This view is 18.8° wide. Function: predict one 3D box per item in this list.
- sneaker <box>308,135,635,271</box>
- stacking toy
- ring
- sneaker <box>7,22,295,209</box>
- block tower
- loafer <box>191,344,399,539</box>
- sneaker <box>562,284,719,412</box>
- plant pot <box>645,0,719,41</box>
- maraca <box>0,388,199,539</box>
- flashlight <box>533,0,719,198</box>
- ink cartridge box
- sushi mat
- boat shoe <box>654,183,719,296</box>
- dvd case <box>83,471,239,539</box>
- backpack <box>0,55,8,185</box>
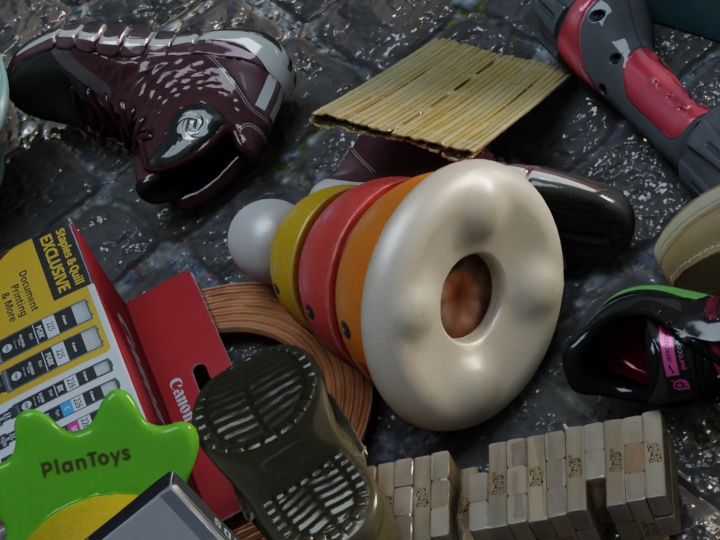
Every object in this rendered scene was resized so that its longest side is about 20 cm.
[{"bbox_3d":[0.073,-0.065,1.264,0.200,0.076,0.116,5,48,26],"label":"sneaker"},{"bbox_3d":[0.000,0.000,1.210,0.200,0.146,0.146,14,58,46],"label":"stacking toy"},{"bbox_3d":[-0.085,0.090,1.238,0.200,0.019,0.201,-12,47,13],"label":"ring"},{"bbox_3d":[-0.146,-0.093,1.376,0.200,0.076,0.116,-2,54,22],"label":"sneaker"},{"bbox_3d":[0.063,0.126,1.115,0.200,0.054,0.058,-11,47,16],"label":"block tower"},{"bbox_3d":[-0.032,0.105,1.096,0.076,0.067,0.200,-26,30,-2],"label":"loafer"},{"bbox_3d":[0.184,0.042,1.085,0.200,0.077,0.084,-13,10,47],"label":"sneaker"},{"bbox_3d":[0.208,-0.258,1.281,0.141,0.200,0.141,24,64,37],"label":"plant pot"},{"bbox_3d":[-0.123,0.161,1.091,0.137,0.200,0.107,-13,6,-7],"label":"maraca"},{"bbox_3d":[0.175,-0.108,1.256,0.068,0.068,0.200,-43,44,4],"label":"flashlight"},{"bbox_3d":[-0.160,0.074,1.213,0.175,0.084,0.200,-28,45,-1],"label":"ink cartridge box"},{"bbox_3d":[0.051,-0.101,1.255,0.096,0.012,0.200,17,23,17],"label":"sushi mat"},{"bbox_3d":[0.230,-0.017,1.117,0.200,0.074,0.069,-31,59,48],"label":"boat shoe"},{"bbox_3d":[-0.115,0.209,1.031,0.200,0.150,0.025,-39,15,9],"label":"dvd case"},{"bbox_3d":[-0.314,-0.092,1.393,0.200,0.153,0.176,-45,41,17],"label":"backpack"}]
